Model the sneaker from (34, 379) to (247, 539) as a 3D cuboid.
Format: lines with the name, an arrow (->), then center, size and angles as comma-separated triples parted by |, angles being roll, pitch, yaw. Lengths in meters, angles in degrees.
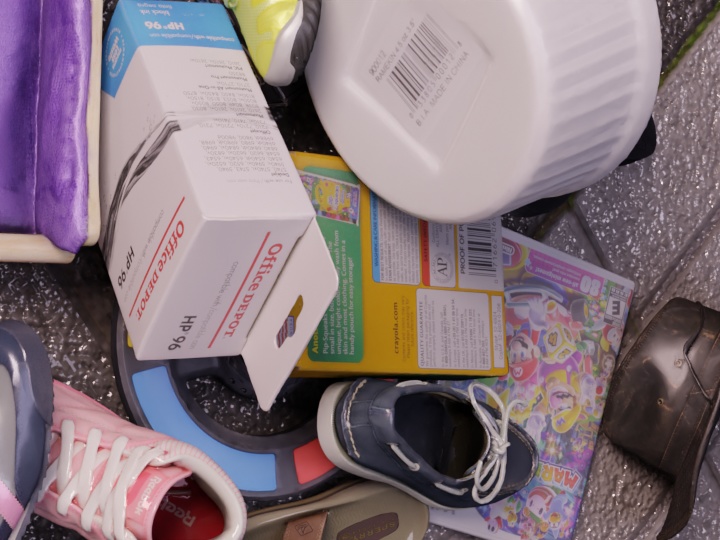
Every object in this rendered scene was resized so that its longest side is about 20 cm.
sneaker -> -0.149, 0.106, 0.878 | 0.199, 0.105, 0.076 | 26, 77, -12

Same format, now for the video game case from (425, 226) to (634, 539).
video game case -> 0.107, 0.083, 1.096 | 0.142, 0.018, 0.202 | 20, 81, -30

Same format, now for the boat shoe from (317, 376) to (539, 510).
boat shoe -> 0.057, 0.105, 0.999 | 0.199, 0.061, 0.076 | 27, 64, -45

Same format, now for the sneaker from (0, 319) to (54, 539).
sneaker -> -0.215, 0.120, 0.816 | 0.082, 0.070, 0.202 | 14, 92, -53

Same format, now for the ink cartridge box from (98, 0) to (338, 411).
ink cartridge box -> -0.090, -0.034, 0.865 | 0.067, 0.116, 0.201 | -2, 50, -31

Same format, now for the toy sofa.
toy sofa -> -0.193, -0.106, 0.871 | 0.082, 0.097, 0.203 | 2, 90, -31

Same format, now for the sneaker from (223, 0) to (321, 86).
sneaker -> -0.071, -0.191, 0.894 | 0.076, 0.075, 0.202 | -6, 69, -20

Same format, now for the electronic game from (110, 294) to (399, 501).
electronic game -> -0.058, 0.039, 0.984 | 0.198, 0.041, 0.203 | 0, 90, -31

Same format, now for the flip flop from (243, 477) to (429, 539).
flip flop -> -0.035, 0.184, 0.979 | 0.198, 0.057, 0.082 | -18, 119, -28

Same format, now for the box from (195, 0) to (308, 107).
box -> -0.031, -0.236, 0.995 | 0.198, 0.050, 0.201 | -38, 108, -26

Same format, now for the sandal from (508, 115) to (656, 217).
sandal -> 0.143, -0.092, 1.064 | 0.199, 0.043, 0.077 | -27, 96, -48

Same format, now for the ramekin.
ramekin -> 0.059, -0.123, 0.900 | 0.097, 0.199, 0.202 | -28, 105, -41

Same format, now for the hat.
hat -> 0.215, 0.081, 1.112 | 0.080, 0.201, 0.202 | 21, 77, 11

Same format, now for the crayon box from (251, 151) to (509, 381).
crayon box -> 0.000, 0.000, 0.969 | 0.199, 0.051, 0.127 | 5, 80, -40
